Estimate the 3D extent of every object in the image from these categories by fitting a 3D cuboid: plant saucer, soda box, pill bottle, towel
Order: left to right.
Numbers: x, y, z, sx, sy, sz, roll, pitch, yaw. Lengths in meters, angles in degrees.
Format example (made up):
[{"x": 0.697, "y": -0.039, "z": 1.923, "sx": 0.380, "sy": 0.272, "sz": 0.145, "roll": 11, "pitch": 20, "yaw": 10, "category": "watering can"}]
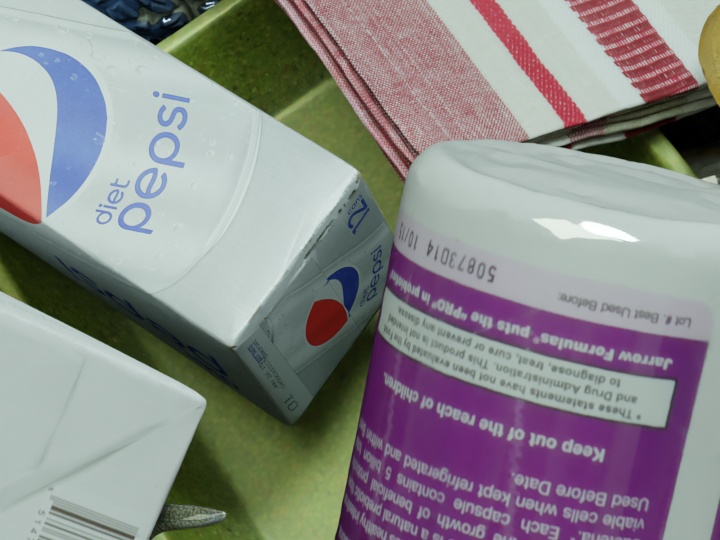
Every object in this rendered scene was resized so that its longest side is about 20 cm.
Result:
[{"x": -0.085, "y": -0.038, "z": 0.783, "sx": 0.199, "sy": 0.068, "sz": 0.064, "roll": 33, "pitch": 78, "yaw": 24, "category": "soda box"}, {"x": 0.000, "y": 0.000, "z": 0.817, "sx": 0.199, "sy": 0.048, "sz": 0.200, "roll": -34, "pitch": 63, "yaw": -1, "category": "plant saucer"}, {"x": 0.048, "y": 0.073, "z": 0.695, "sx": 0.112, "sy": 0.112, "sz": 0.201, "roll": 15, "pitch": 101, "yaw": 20, "category": "pill bottle"}, {"x": 0.066, "y": -0.100, "z": 0.810, "sx": 0.199, "sy": 0.023, "sz": 0.144, "roll": -18, "pitch": 57, "yaw": -26, "category": "towel"}]

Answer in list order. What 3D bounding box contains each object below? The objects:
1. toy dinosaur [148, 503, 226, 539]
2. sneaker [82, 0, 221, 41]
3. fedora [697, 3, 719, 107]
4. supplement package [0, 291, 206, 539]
[{"x": -0.088, "y": 0.113, "z": 0.753, "sx": 0.199, "sy": 0.077, "sz": 0.103, "roll": -23, "pitch": 71, "yaw": 37, "category": "toy dinosaur"}, {"x": -0.036, "y": -0.159, "z": 0.892, "sx": 0.085, "sy": 0.077, "sz": 0.200, "roll": 33, "pitch": 71, "yaw": 35, "category": "sneaker"}, {"x": 0.186, "y": -0.017, "z": 0.738, "sx": 0.199, "sy": 0.082, "sz": 0.201, "roll": 10, "pitch": 31, "yaw": -6, "category": "fedora"}, {"x": -0.158, "y": 0.045, "z": 0.710, "sx": 0.200, "sy": 0.119, "sz": 0.122, "roll": 22, "pitch": 87, "yaw": 53, "category": "supplement package"}]
